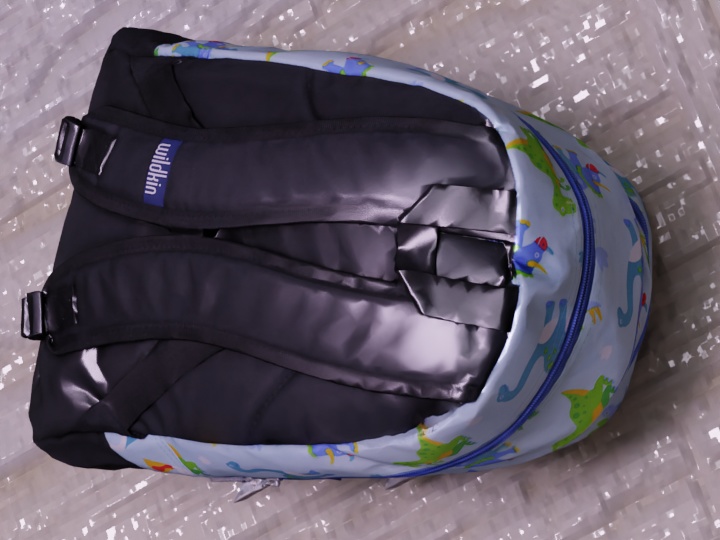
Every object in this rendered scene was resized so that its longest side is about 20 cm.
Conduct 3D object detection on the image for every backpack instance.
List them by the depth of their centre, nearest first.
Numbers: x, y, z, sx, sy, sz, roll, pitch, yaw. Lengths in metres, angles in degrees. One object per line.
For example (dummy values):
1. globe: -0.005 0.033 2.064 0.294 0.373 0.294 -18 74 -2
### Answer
1. backpack: 0.000 0.000 0.936 0.200 0.154 0.164 -5 72 52
